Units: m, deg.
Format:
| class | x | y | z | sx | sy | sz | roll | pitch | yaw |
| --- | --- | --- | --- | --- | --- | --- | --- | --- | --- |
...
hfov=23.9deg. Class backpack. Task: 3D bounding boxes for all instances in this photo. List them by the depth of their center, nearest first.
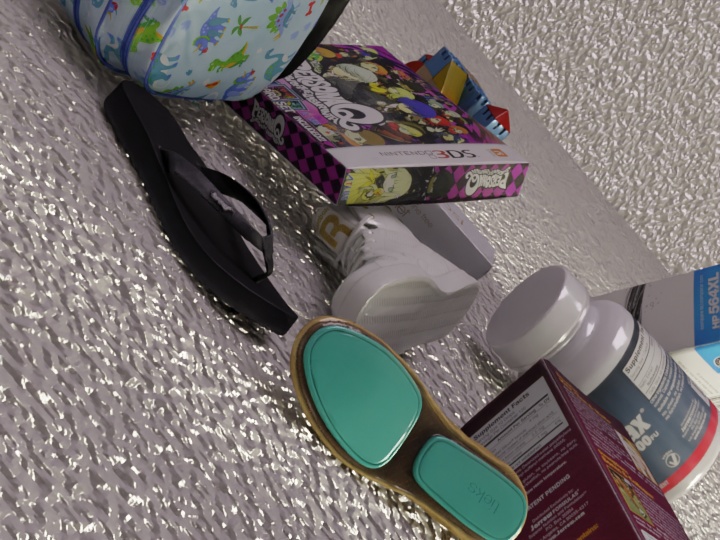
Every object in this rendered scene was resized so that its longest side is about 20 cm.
| class | x | y | z | sx | sy | sz | roll | pitch | yaw |
| --- | --- | --- | --- | --- | --- | --- | --- | --- | --- |
| backpack | -0.104 | -0.189 | 1.135 | 0.199 | 0.163 | 0.155 | 11 | 42 | -40 |

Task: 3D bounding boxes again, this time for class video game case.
| class | x | y | z | sx | sy | sz | roll | pitch | yaw |
| --- | --- | --- | --- | --- | --- | --- | --- | --- | --- |
| video game case | 0.000 | -0.114 | 1.281 | 0.180 | 0.036 | 0.200 | -4 | 34 | -39 |

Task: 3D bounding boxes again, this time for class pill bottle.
| class | x | y | z | sx | sy | sz | roll | pitch | yaw |
| --- | --- | --- | --- | --- | --- | --- | --- | --- | --- |
| pill bottle | 0.201 | 0.097 | 1.427 | 0.200 | 0.119 | 0.120 | 45 | 14 | -17 |

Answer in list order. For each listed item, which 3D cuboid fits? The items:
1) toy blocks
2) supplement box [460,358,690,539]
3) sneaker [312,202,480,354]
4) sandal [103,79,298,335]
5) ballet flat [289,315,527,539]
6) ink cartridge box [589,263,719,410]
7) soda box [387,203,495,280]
| class | x | y | z | sx | sy | sz | roll | pitch | yaw |
| --- | --- | --- | --- | --- | --- | --- | --- | --- | --- |
| toy blocks | 0.059 | -0.143 | 1.580 | 0.100 | 0.137 | 0.201 | 38 | 17 | -37 |
| supplement box | 0.157 | 0.172 | 1.146 | 0.110 | 0.086 | 0.201 | 38 | 18 | -38 |
| sneaker | 0.000 | 0.000 | 1.179 | 0.115 | 0.074 | 0.200 | 39 | 13 | 17 |
| sandal | -0.095 | -0.046 | 1.022 | 0.201 | 0.043 | 0.076 | 56 | 15 | 26 |
| ballet flat | 0.018 | 0.097 | 0.995 | 0.200 | 0.069 | 0.063 | 46 | -15 | -26 |
| ink cartridge box | 0.284 | 0.077 | 1.545 | 0.146 | 0.198 | 0.085 | 38 | 48 | -44 |
| soda box | 0.025 | -0.064 | 1.418 | 0.200 | 0.064 | 0.068 | 48 | 13 | -5 |
